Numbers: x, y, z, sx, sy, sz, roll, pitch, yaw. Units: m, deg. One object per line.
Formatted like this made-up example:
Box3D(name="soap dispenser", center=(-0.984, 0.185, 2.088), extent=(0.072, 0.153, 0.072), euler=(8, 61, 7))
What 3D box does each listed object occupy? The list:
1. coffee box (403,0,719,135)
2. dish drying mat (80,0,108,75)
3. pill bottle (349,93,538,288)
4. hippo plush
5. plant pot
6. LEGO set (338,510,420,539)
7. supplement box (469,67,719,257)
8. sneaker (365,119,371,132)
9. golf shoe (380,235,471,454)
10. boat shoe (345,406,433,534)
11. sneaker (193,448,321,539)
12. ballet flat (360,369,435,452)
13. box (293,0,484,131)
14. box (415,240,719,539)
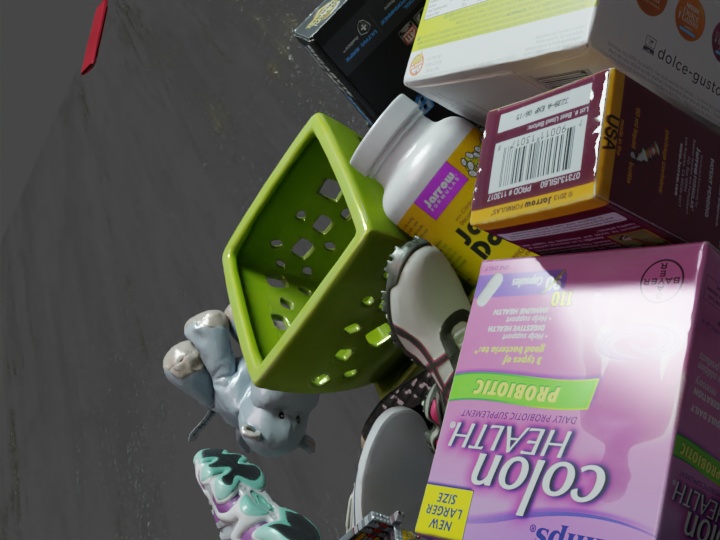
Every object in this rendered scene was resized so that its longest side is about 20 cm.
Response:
Box3D(name="coffee box", center=(0.189, -0.205, 0.698), extent=(0.200, 0.199, 0.199), euler=(5, 77, 58))
Box3D(name="dish drying mat", center=(-0.703, -0.618, 2.433), extent=(0.077, 0.018, 0.201), euler=(-20, 58, 48))
Box3D(name="pill bottle", center=(0.090, -0.055, 0.756), extent=(0.104, 0.200, 0.104), euler=(-52, -1, -2))
Box3D(name="hippo plush", center=(-0.132, 0.140, 1.041), extent=(0.161, 0.159, 0.201), euler=(35, 102, 58))
Box3D(name="plant pot", center=(0.000, 0.000, 0.894), extent=(0.200, 0.181, 0.199), euler=(-53, 36, 26))
Box3D(name="LEGO set", center=(0.041, 0.283, 0.710), extent=(0.116, 0.153, 0.200), euler=(-48, 24, 30))
Box3D(name="supplement box", center=(0.187, -0.045, 0.616), extent=(0.110, 0.199, 0.086), euler=(-9, 65, 54))
Box3D(name="sneaker", center=(0.055, -0.163, 0.963), extent=(0.071, 0.098, 0.201), euler=(-50, 21, 19))
Box3D(name="golf shoe", center=(0.082, 0.065, 0.727), extent=(0.088, 0.077, 0.201), euler=(6, 123, 51))
Box3D(name="boat shoe", center=(0.019, 0.216, 0.840), extent=(0.066, 0.072, 0.201), euler=(-156, 65, -63))
Box3D(name="sneaker", center=(-0.139, 0.301, 1.019), extent=(0.200, 0.078, 0.140), euler=(36, 111, 40))
Box3D(name="ballet flat", center=(0.064, 0.127, 0.840), extent=(0.200, 0.066, 0.057), euler=(-46, 50, 36))
Box3D(name="box", center=(0.076, -0.204, 0.816), extent=(0.200, 0.199, 0.050), euler=(-46, 30, -3))
Box3D(name="box", center=(0.150, 0.096, 0.592), extent=(0.175, 0.097, 0.201), euler=(-4, 64, 49))
